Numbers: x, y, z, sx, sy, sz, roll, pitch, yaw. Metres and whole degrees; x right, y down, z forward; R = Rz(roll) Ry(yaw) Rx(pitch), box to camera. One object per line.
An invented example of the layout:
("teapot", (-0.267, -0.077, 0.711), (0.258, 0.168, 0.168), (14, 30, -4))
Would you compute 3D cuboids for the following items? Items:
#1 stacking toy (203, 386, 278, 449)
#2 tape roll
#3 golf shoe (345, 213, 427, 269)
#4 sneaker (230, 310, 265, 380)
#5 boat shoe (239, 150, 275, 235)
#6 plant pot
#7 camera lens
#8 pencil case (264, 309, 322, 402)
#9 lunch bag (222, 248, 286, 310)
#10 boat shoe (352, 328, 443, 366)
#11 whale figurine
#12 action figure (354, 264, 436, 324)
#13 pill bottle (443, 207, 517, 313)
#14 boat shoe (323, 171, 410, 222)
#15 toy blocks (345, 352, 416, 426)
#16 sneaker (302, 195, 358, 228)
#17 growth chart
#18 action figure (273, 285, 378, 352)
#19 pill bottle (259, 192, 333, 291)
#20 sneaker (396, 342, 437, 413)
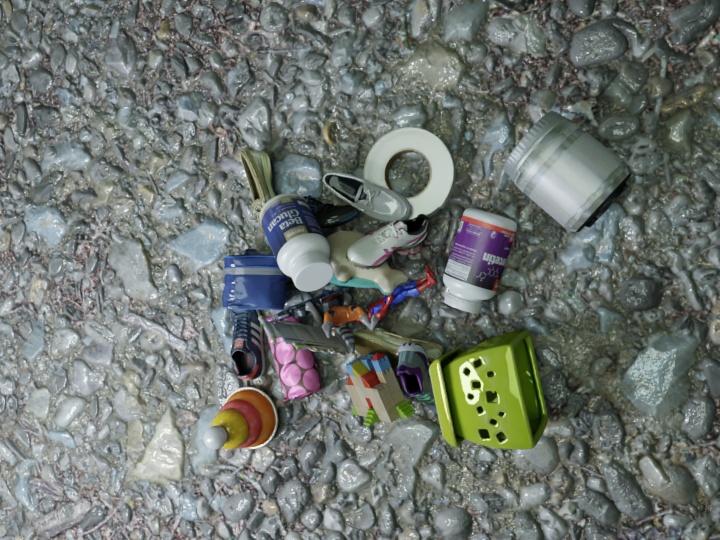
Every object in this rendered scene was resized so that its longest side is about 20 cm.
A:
("stacking toy", (-0.284, 0.347, 1.448), (0.145, 0.200, 0.147), (0, 91, 17))
("tape roll", (0.105, -0.205, 1.398), (0.202, 0.037, 0.204), (0, 90, 18))
("golf shoe", (0.054, -0.067, 1.333), (0.073, 0.199, 0.092), (47, 141, 28))
("sneaker", (-0.269, 0.156, 1.500), (0.075, 0.084, 0.201), (-14, 87, 17))
("boat shoe", (-0.232, -0.175, 1.477), (0.073, 0.063, 0.202), (-13, 82, 62))
("plant pot", (0.250, 0.237, 1.282), (0.181, 0.200, 0.200), (-12, 88, 23))
("camera lens", (0.395, -0.185, 1.240), (0.200, 0.160, 0.160), (43, 103, 12))
("pencil case", (-0.157, 0.190, 1.465), (0.093, 0.091, 0.201), (-19, 83, 17))
("lunch bag", (-0.235, 0.018, 1.434), (0.135, 0.200, 0.133), (2, 89, -13))
("boat shoe", (0.076, 0.164, 1.399), (0.200, 0.063, 0.073), (12, 134, 22))
("whale figurine", (0.000, 0.000, 1.388), (0.200, 0.159, 0.104), (31, 130, 21))
("action figure", (0.069, 0.058, 1.402), (0.200, 0.065, 0.052), (-37, 112, 14))
("pill bottle", (0.237, -0.019, 1.320), (0.112, 0.112, 0.201), (19, 97, 16))
("boat shoe", (0.009, -0.155, 1.377), (0.199, 0.065, 0.074), (22, 98, 17))
("toy blocks", (0.022, 0.239, 1.366), (0.100, 0.200, 0.137), (-26, 96, -26))
("sneaker", (-0.102, -0.131, 1.446), (0.199, 0.073, 0.082), (-7, 89, 17))
("growth chart", (-0.112, 0.142, 1.378), (0.199, 0.145, 0.018), (13, 105, -20))
("action figure", (-0.076, 0.106, 1.393), (0.199, 0.193, 0.105), (-20, 108, -16))
("pill bottle", (-0.127, -0.056, 1.329), (0.111, 0.111, 0.200), (-40, 51, 14))
("sneaker", (0.120, 0.243, 1.322), (0.074, 0.088, 0.200), (-12, 124, 31))
